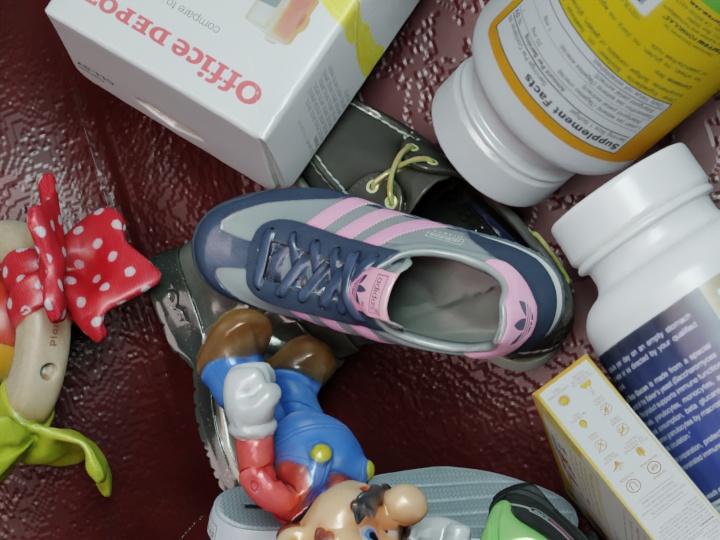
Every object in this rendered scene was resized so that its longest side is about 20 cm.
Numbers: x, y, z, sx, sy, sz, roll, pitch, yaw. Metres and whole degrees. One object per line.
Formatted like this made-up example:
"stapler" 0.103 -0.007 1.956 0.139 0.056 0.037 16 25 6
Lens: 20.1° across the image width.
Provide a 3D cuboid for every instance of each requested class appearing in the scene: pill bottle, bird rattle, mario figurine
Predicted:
"pill bottle" 0.183 0.041 1.021 0.111 0.111 0.201 -36 82 20
"pill bottle" 0.126 -0.118 1.012 0.200 0.111 0.111 -42 79 41
"bird rattle" -0.201 0.036 1.164 0.163 0.112 0.201 30 121 49
"mario figurine" -0.006 0.099 1.019 0.106 0.123 0.200 104 148 -43

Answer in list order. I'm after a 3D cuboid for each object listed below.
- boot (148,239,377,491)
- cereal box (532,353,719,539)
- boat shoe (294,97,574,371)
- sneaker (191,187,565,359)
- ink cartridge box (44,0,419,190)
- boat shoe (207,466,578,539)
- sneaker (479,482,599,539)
"boot" -0.029 0.054 1.132 0.130 0.068 0.201 -23 87 15
"cereal box" 0.164 0.148 0.994 0.039 0.144 0.200 -35 62 -6
"boat shoe" 0.036 -0.033 1.087 0.201 0.061 0.072 42 70 9
"sneaker" 0.000 0.000 1.022 0.199 0.082 0.071 8 99 15
"ink cartridge box" -0.048 -0.166 1.071 0.145 0.083 0.201 31 80 15
"boat shoe" 0.017 0.152 1.105 0.199 0.074 0.067 3 118 -1
"sneaker" 0.124 0.182 1.047 0.076 0.084 0.200 -20 126 20
